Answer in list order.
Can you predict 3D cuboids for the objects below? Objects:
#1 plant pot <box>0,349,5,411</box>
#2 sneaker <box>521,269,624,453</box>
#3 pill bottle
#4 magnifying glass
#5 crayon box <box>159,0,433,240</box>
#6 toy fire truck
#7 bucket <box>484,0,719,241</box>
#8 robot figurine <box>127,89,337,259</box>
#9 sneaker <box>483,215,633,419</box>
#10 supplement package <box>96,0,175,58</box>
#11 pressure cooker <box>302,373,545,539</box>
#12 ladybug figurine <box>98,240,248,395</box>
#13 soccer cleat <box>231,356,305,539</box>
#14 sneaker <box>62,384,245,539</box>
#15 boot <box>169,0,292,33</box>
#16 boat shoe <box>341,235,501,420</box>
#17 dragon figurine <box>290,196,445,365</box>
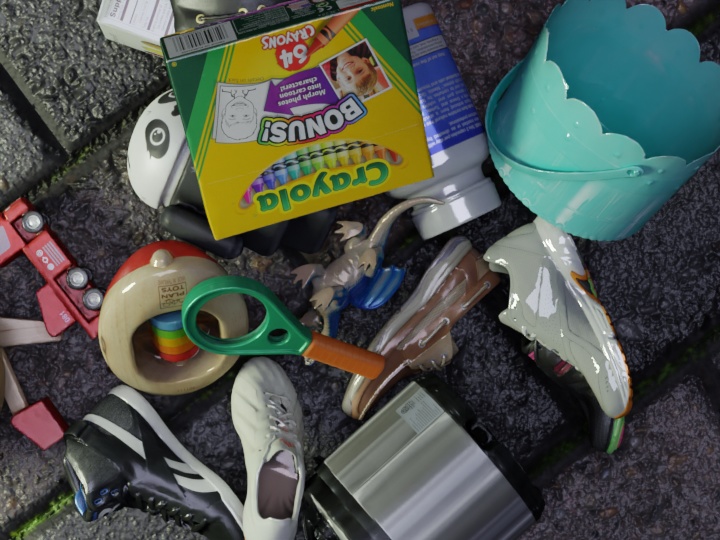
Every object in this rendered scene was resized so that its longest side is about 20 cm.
[{"bbox_3d":[-0.410,0.094,1.589,0.200,0.093,0.202,0,93,6],"label":"plant pot"},{"bbox_3d":[0.198,0.079,1.657,0.083,0.077,0.201,-19,82,3],"label":"sneaker"},{"bbox_3d":[0.053,-0.135,1.619,0.112,0.112,0.201,-24,92,-4],"label":"pill bottle"},{"bbox_3d":[-0.066,0.056,1.545,0.199,0.022,0.080,22,124,-27],"label":"magnifying glass"},{"bbox_3d":[-0.051,-0.136,1.481,0.199,0.058,0.173,-16,121,-5],"label":"crayon box"},{"bbox_3d":[-0.303,0.049,1.627,0.141,0.049,0.200,-38,92,-1],"label":"toy fire truck"},{"bbox_3d":[0.219,-0.136,1.578,0.207,0.208,0.135,31,132,-4],"label":"bucket"},{"bbox_3d":[-0.113,-0.090,1.600,0.199,0.150,0.125,23,105,-4],"label":"robot figurine"},{"bbox_3d":[0.179,0.050,1.594,0.092,0.076,0.201,-25,76,6],"label":"sneaker"},{"bbox_3d":[-0.128,-0.238,1.605,0.199,0.114,0.110,19,88,-3],"label":"supplement package"},{"bbox_3d":[0.043,0.214,1.590,0.200,0.176,0.179,-41,89,-6],"label":"pressure cooker"},{"bbox_3d":[-0.171,0.037,1.581,0.135,0.200,0.072,-9,55,-10],"label":"ladybug figurine"},{"bbox_3d":[-0.078,0.160,1.595,0.069,0.078,0.201,5,56,-15],"label":"soccer cleat"},{"bbox_3d":[-0.195,0.212,1.608,0.200,0.073,0.112,46,61,6],"label":"sneaker"},{"bbox_3d":[-0.083,-0.262,1.518,0.199,0.073,0.151,-23,92,1],"label":"boot"},{"bbox_3d":[0.058,0.063,1.638,0.072,0.076,0.200,37,89,1],"label":"boat shoe"},{"bbox_3d":[0.000,0.000,1.614,0.200,0.099,0.059,-47,68,5],"label":"dragon figurine"}]
